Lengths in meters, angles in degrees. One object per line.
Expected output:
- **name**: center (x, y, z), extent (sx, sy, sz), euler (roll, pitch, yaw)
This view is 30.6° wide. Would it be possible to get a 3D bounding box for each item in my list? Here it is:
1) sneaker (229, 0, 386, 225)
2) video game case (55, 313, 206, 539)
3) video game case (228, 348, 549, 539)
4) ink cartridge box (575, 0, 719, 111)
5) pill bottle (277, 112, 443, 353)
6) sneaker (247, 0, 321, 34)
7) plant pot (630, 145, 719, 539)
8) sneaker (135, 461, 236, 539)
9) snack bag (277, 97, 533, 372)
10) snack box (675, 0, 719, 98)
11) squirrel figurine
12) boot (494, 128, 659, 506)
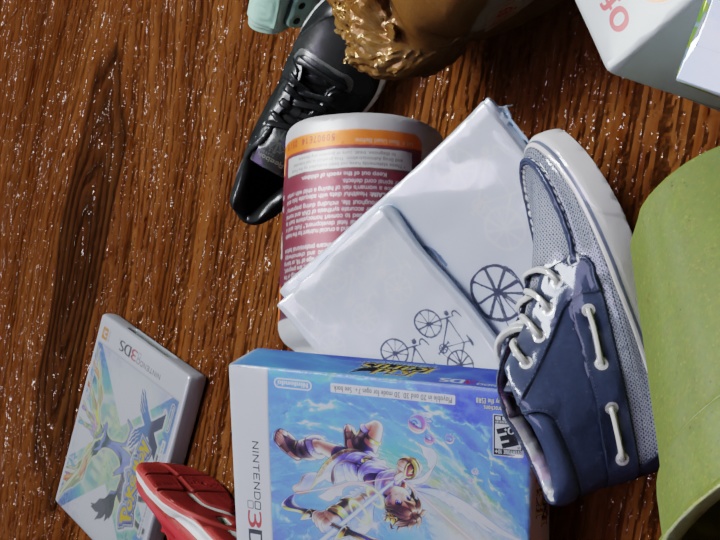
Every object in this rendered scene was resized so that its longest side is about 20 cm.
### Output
- **sneaker**: center (-0.040, -0.111, 0.989), extent (0.200, 0.076, 0.088), euler (-62, -2, 40)
- **video game case**: center (-0.220, 0.162, 1.234), extent (0.182, 0.022, 0.200), euler (26, 103, 50)
- **video game case**: center (0.017, 0.148, 0.820), extent (0.200, 0.045, 0.182), euler (3, 103, 23)
- **ink cartridge box**: center (0.213, -0.198, 0.671), extent (0.200, 0.144, 0.145), euler (-43, 52, 39)
- **pill bottle**: center (0.000, 0.000, 0.920), extent (0.114, 0.114, 0.200), euler (-9, 75, 50)
- **sneaker**: center (-0.065, -0.228, 0.997), extent (0.074, 0.200, 0.118), euler (34, 116, 20)
- **plant pot**: center (0.211, 0.041, 0.617), extent (0.200, 0.200, 0.190), euler (-46, 38, 36)
- **sneaker**: center (-0.140, 0.243, 1.075), extent (0.200, 0.078, 0.116), euler (32, 106, 50)
- **snack bag**: center (0.070, 0.026, 0.809), extent (0.200, 0.021, 0.189), euler (-42, 82, 22)
- **snack box**: center (0.254, -0.064, 0.554), extent (0.200, 0.142, 0.053), euler (26, 102, 32)
- **squirrel figurine**: center (0.033, -0.233, 0.848), extent (0.200, 0.141, 0.187), euler (-37, 77, 33)
- **boot**: center (0.110, 0.025, 0.725), extent (0.073, 0.090, 0.200), euler (122, 128, -76)
